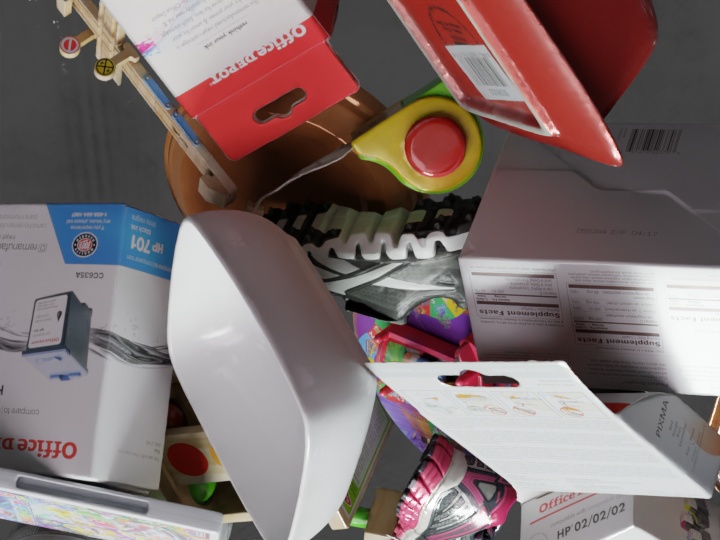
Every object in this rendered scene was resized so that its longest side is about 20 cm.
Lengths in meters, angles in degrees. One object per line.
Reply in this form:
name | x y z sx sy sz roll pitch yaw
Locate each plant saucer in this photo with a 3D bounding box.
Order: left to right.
plant saucer | -0.050 -0.059 1.671 0.199 0.038 0.201 11 130 13

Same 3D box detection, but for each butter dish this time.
butter dish | 0.110 -0.184 1.443 0.200 0.148 0.200 54 168 -23

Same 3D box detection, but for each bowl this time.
bowl | -0.056 0.067 1.575 0.200 0.074 0.200 58 157 27

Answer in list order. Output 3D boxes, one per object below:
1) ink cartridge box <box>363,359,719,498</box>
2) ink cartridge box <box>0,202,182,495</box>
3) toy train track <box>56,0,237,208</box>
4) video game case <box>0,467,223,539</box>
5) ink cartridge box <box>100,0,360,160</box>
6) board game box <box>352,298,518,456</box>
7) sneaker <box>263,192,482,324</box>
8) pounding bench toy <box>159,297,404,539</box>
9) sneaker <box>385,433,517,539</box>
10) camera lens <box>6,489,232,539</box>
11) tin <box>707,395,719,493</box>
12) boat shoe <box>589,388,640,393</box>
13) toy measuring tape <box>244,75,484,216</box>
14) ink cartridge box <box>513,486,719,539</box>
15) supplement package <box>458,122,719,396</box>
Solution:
ink cartridge box | 0.122 0.087 1.526 0.162 0.050 0.200 -2 148 39
ink cartridge box | -0.215 0.056 1.708 0.146 0.201 0.086 0 168 32
toy train track | -0.156 -0.120 1.603 0.200 0.032 0.115 51 162 11
video game case | -0.199 0.176 1.700 0.199 0.018 0.143 12 165 -1
ink cartridge box | -0.096 -0.185 1.549 0.116 0.067 0.200 -28 114 21
board game box | 0.055 0.076 1.685 0.158 0.039 0.200 54 142 4
sneaker | 0.000 0.000 1.627 0.199 0.067 0.091 -3 119 21
pounding bench toy | -0.068 0.144 1.785 0.156 0.124 0.200 -9 124 27
sneaker | 0.065 0.192 1.726 0.074 0.081 0.200 26 159 7
camera lens | -0.201 0.231 1.857 0.159 0.200 0.160 11 131 13
tin | 0.310 0.096 1.658 0.112 0.042 0.200 20 132 10
boat shoe | 0.130 0.091 1.705 0.199 0.064 0.071 -16 121 31
toy measuring tape | 0.018 -0.067 1.587 0.200 0.074 0.074 -32 114 7
ink cartridge box | 0.197 0.204 1.732 0.200 0.068 0.115 33 134 -31
supplement package | 0.185 -0.010 1.538 0.199 0.156 0.111 3 129 19
